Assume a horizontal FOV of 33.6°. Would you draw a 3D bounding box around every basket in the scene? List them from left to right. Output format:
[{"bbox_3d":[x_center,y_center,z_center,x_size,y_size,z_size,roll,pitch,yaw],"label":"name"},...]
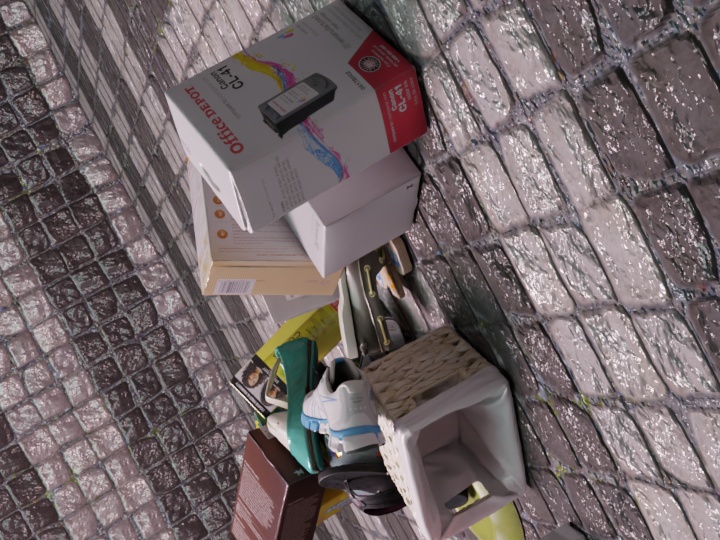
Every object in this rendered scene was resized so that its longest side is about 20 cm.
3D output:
[{"bbox_3d":[0.091,0.179,1.330,0.124,0.134,0.202,51,162,46],"label":"basket"}]

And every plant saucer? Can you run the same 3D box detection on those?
[{"bbox_3d":[0.141,0.280,1.538,0.201,0.031,0.201,56,165,23],"label":"plant saucer"}]

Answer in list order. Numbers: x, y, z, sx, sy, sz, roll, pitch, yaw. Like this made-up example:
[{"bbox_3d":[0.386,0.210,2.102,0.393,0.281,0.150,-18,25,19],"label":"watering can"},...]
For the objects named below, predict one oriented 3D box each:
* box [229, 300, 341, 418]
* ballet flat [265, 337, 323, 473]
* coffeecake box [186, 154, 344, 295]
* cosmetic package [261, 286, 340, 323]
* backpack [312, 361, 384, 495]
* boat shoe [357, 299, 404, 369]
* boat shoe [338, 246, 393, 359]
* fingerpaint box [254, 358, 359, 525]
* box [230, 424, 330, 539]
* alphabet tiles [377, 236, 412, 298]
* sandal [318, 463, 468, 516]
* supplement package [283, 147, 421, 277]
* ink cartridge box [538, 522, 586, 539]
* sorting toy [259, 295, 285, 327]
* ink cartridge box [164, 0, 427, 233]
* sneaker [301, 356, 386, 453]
[{"bbox_3d":[-0.082,0.101,1.607,0.075,0.200,0.050,45,-179,0],"label":"box"},{"bbox_3d":[-0.085,0.174,1.513,0.068,0.069,0.202,76,-173,-49],"label":"ballet flat"},{"bbox_3d":[-0.108,-0.077,1.334,0.073,0.151,0.202,118,147,-54],"label":"coffeecake box"},{"bbox_3d":[-0.086,-0.030,1.504,0.201,0.106,0.091,-106,-6,-63],"label":"cosmetic package"},{"bbox_3d":[0.020,0.205,1.508,0.201,0.164,0.128,79,-160,-59],"label":"backpack"},{"bbox_3d":[0.028,0.099,1.546,0.201,0.071,0.072,92,165,-58],"label":"boat shoe"},{"bbox_3d":[0.000,-0.001,1.378,0.072,0.059,0.205,-121,24,-78],"label":"boat shoe"},{"bbox_3d":[-0.022,0.225,1.657,0.168,0.198,0.074,55,164,24],"label":"fingerpaint box"},{"bbox_3d":[-0.108,0.300,1.567,0.100,0.074,0.202,47,141,34],"label":"box"},{"bbox_3d":[0.001,-0.066,1.416,0.200,0.014,0.198,35,150,59],"label":"alphabet tiles"},{"bbox_3d":[0.044,0.272,1.450,0.075,0.198,0.049,132,145,-50],"label":"sandal"},{"bbox_3d":[-0.041,-0.121,1.251,0.201,0.119,0.122,56,164,20],"label":"supplement package"},{"bbox_3d":[0.196,0.404,1.293,0.202,0.175,0.045,66,164,-18],"label":"ink cartridge box"},{"bbox_3d":[-0.100,0.041,1.805,0.200,0.106,0.181,50,169,35],"label":"sorting toy"},{"bbox_3d":[-0.059,-0.147,1.110,0.148,0.198,0.086,48,161,39],"label":"ink cartridge box"},{"bbox_3d":[-0.019,0.134,1.289,0.200,0.074,0.088,-172,75,-73],"label":"sneaker"}]
